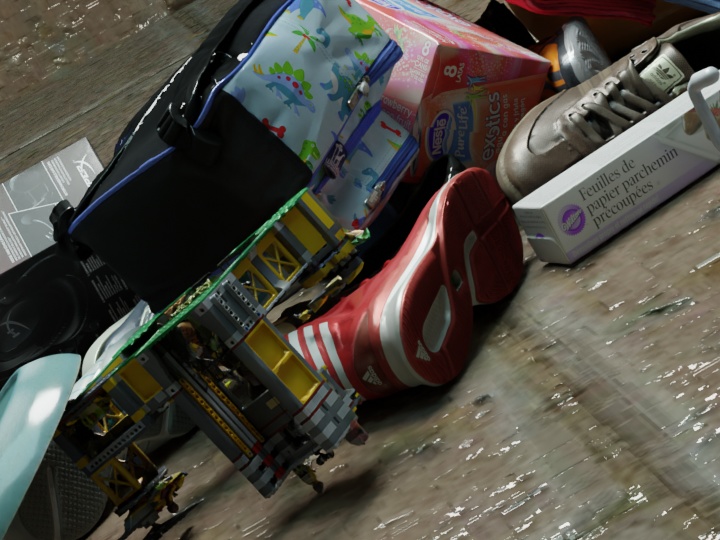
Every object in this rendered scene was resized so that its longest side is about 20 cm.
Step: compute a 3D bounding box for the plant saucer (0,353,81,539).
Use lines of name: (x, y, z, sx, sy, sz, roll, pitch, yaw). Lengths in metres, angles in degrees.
plant saucer: (-0.204, 0.127, 1.284, 0.201, 0.027, 0.200, -59, 10, 17)

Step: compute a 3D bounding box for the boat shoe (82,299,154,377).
boat shoe: (-0.109, 0.021, 1.598, 0.062, 0.075, 0.200, -20, 17, 36)

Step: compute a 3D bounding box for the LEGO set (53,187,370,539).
LEGO set: (-0.060, 0.065, 1.280, 0.200, 0.116, 0.154, -40, 7, 28)

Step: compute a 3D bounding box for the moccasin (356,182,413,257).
moccasin: (-0.014, -0.044, 1.635, 0.068, 0.081, 0.200, -35, 16, -27)

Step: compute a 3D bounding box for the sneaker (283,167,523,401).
sneaker: (0.014, 0.012, 1.385, 0.115, 0.079, 0.200, -20, 15, 28)

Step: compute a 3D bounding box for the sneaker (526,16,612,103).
sneaker: (0.119, -0.111, 1.656, 0.112, 0.078, 0.200, -31, 3, 8)

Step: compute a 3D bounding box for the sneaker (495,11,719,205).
sneaker: (0.159, -0.104, 1.480, 0.200, 0.070, 0.076, -36, -13, -35)

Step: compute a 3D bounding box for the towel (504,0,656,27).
towel: (0.086, -0.195, 1.677, 0.199, 0.023, 0.144, 17, 11, 43)

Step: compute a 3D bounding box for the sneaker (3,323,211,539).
sneaker: (-0.160, 0.094, 1.449, 0.080, 0.071, 0.200, -20, 17, 42)

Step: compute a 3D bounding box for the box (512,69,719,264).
box: (0.180, -0.071, 1.432, 0.200, 0.039, 0.041, -33, 13, -19)

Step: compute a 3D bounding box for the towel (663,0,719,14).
towel: (0.222, -0.225, 1.598, 0.199, 0.112, 0.048, 22, 22, 32)

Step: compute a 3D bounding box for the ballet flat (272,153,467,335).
ballet flat: (0.000, 0.000, 1.493, 0.200, 0.057, 0.066, -38, 17, -33)

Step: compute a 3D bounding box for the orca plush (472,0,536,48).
orca plush: (0.049, -0.098, 1.761, 0.200, 0.071, 0.105, -37, -15, -1)

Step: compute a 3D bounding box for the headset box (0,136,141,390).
headset box: (-0.232, 0.026, 1.646, 0.199, 0.149, 0.077, -29, 51, -4)

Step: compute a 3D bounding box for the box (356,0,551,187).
box: (0.016, -0.129, 1.616, 0.102, 0.095, 0.200, 5, 18, -38)

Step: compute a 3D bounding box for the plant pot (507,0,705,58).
plant pot: (0.197, -0.248, 1.767, 0.183, 0.200, 0.200, -38, 6, 35)

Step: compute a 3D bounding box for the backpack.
backpack: (-0.057, -0.073, 1.483, 0.183, 0.147, 0.200, -37, 17, 45)

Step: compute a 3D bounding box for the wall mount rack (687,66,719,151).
wall mount rack: (0.278, -0.122, 1.347, 0.200, 0.075, 0.173, -39, 18, -33)
